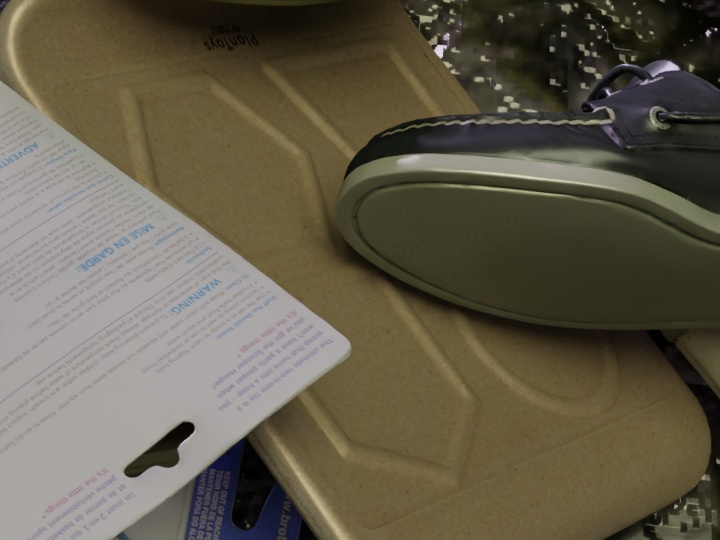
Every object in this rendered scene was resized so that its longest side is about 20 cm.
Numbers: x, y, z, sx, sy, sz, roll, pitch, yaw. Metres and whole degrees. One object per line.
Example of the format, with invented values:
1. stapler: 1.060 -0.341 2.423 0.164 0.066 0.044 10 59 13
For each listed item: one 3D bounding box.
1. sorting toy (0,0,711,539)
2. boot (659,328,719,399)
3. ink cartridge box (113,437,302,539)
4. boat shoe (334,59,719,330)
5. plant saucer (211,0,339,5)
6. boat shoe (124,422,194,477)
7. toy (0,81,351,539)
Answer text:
1. sorting toy: 0.000 0.000 0.777 0.185 0.036 0.200 -17 71 -53
2. boot: 0.193 0.008 0.831 0.200 0.072 0.155 -29 75 -17
3. ink cartridge box: -0.113 0.042 0.771 0.200 0.042 0.119 12 66 -5
4. boat shoe: 0.090 -0.026 0.760 0.199 0.075 0.066 4 59 -7
5. plant saucer: -0.064 -0.121 0.798 0.200 0.031 0.200 13 23 -6
6. boat shoe: -0.132 0.041 0.723 0.200 0.063 0.073 -5 53 -20
7. toy: -0.114 0.004 0.686 0.200 0.047 0.115 38 55 22
